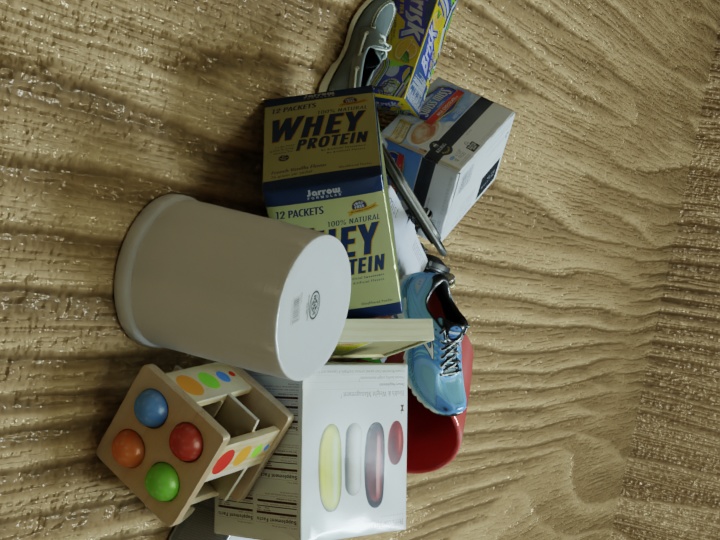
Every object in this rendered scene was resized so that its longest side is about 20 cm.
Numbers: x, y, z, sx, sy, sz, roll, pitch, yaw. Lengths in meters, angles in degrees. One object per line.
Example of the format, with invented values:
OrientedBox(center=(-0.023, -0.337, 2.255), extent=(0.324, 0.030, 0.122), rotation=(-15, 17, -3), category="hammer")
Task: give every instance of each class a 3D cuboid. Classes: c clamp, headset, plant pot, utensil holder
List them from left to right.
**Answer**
OrientedBox(center=(-0.132, 0.019, 1.384), extent=(0.170, 0.199, 0.171), rotation=(-38, 135, -53), category="utensil holder")
OrientedBox(center=(0.057, -0.113, 1.699), extent=(0.200, 0.027, 0.171), rotation=(57, 3, -21), category="c clamp")
OrientedBox(center=(0.076, 0.167, 1.907), extent=(0.178, 0.200, 0.201), rotation=(-63, 152, -47), category="plant pot")
OrientedBox(center=(0.080, 0.019, 1.984), extent=(0.200, 0.094, 0.124), rotation=(91, 20, -56), category="headset")

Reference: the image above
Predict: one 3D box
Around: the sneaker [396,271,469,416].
OrientedBox(center=(0.104, 0.097, 1.728), extent=(0.078, 0.090, 0.201), rotation=(-13, 87, -38), category="sneaker")

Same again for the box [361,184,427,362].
OrientedBox(center=(0.000, 0.000, 1.757), extent=(0.177, 0.096, 0.200), rotation=(-67, 152, -22), category="box")

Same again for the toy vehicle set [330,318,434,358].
OrientedBox(center=(-0.028, 0.082, 1.541), extent=(0.199, 0.124, 0.027), rotation=(1, 77, -29), category="toy vehicle set")

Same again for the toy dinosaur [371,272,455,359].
OrientedBox(center=(0.080, 0.088, 1.797), extent=(0.088, 0.047, 0.200), rotation=(56, 49, -19), category="toy dinosaur")

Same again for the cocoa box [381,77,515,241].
OrientedBox(center=(0.110, -0.159, 1.839), extent=(0.200, 0.131, 0.134), rotation=(-47, 159, -46), category="cocoa box")

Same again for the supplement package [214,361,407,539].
OrientedBox(center=(-0.056, 0.209, 1.532), extent=(0.191, 0.147, 0.201), rotation=(4, 86, -49), category="supplement package")

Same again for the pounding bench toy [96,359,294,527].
OrientedBox(center=(-0.201, 0.209, 1.410), extent=(0.200, 0.124, 0.156), rotation=(-59, 158, 20), category="pounding bench toy")

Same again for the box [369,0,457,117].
OrientedBox(center=(0.071, -0.318, 1.786), extent=(0.064, 0.070, 0.201), rotation=(45, 61, -62), category="box")

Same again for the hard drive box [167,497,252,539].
OrientedBox(center=(-0.140, 0.300, 1.635), extent=(0.200, 0.077, 0.156), rotation=(-61, 150, -30), category="hard drive box")

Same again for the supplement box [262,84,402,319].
OrientedBox(center=(-0.032, -0.077, 1.527), extent=(0.200, 0.134, 0.200), rotation=(-95, 176, -52), category="supplement box")

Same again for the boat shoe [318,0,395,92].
OrientedBox(center=(0.011, -0.278, 1.692), extent=(0.200, 0.062, 0.073), rotation=(-63, 151, -26), category="boat shoe")

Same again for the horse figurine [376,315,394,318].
OrientedBox(center=(-0.060, 0.068, 1.626), extent=(0.200, 0.132, 0.050), rotation=(33, 39, -46), category="horse figurine")
